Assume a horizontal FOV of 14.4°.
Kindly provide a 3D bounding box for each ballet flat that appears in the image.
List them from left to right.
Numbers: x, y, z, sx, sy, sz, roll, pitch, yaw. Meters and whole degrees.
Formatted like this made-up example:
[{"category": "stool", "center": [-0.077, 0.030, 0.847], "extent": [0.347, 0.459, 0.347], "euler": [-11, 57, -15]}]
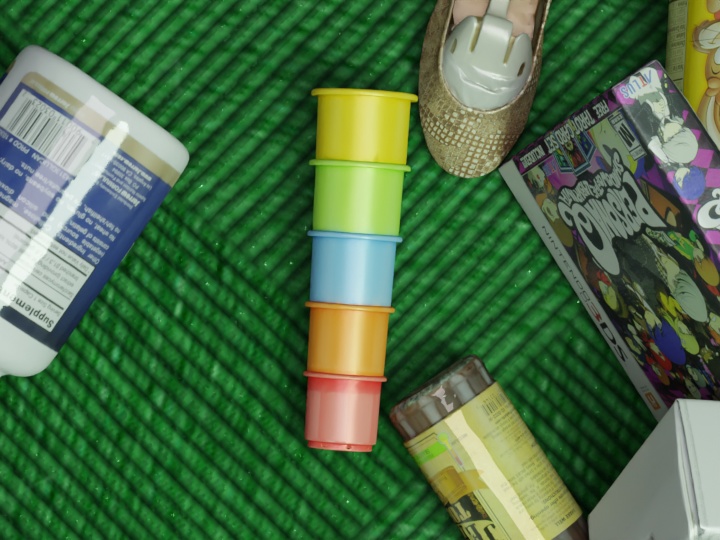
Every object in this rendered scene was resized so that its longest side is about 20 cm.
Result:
[{"category": "ballet flat", "center": [0.076, -0.151, 1.582], "extent": [0.070, 0.065, 0.200], "euler": [11, 88, 0]}]

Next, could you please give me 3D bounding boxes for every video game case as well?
[{"category": "video game case", "center": [0.161, -0.007, 1.512], "extent": [0.036, 0.200, 0.181], "euler": [-32, 90, -18]}]

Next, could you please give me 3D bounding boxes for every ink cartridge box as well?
[{"category": "ink cartridge box", "center": [0.237, 0.140, 1.509], "extent": [0.200, 0.146, 0.085], "euler": [3, 58, -17]}]

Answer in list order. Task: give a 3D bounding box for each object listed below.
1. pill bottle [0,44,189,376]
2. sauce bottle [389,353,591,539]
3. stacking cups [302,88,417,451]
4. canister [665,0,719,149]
[{"category": "pill bottle", "center": [-0.191, -0.013, 1.547], "extent": [0.111, 0.111, 0.200], "euler": [35, 88, 0]}, {"category": "sauce bottle", "center": [0.093, 0.144, 1.572], "extent": [0.065, 0.065, 0.200], "euler": [-33, 88, -3]}, {"category": "stacking cups", "center": [0.000, 0.000, 1.579], "extent": [0.060, 0.061, 0.200], "euler": [1, 90, -2]}, {"category": "canister", "center": [0.236, -0.123, 1.563], "extent": [0.148, 0.087, 0.200], "euler": [5, 85, -22]}]
